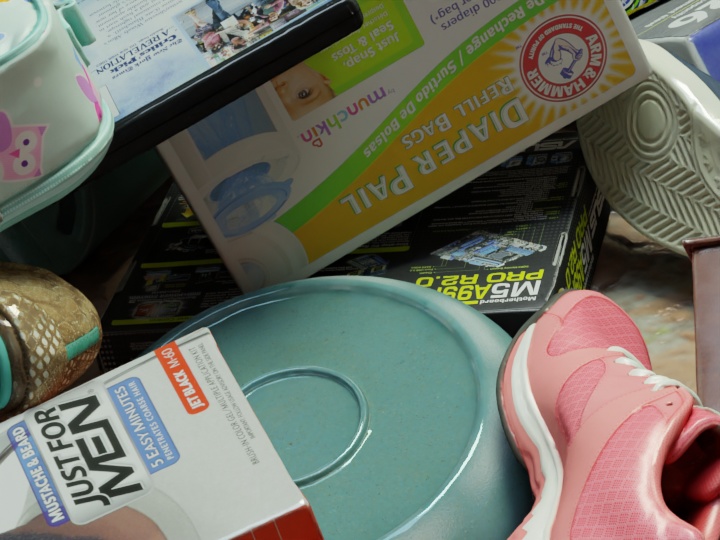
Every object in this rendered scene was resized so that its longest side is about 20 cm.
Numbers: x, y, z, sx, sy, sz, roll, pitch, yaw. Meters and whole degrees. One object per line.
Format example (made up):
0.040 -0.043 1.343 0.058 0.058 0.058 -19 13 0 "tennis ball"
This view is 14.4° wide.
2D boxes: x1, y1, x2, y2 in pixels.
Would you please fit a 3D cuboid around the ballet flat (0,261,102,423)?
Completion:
-0.176 0.019 1.114 0.199 0.071 0.065 15 24 39 "ballet flat"

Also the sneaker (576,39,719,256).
0.176 -0.037 1.207 0.084 0.075 0.200 -10 39 -39 "sneaker"

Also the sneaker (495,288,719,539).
0.102 0.068 1.020 0.087 0.074 0.201 -35 27 26 "sneaker"

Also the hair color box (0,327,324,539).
-0.118 0.112 1.014 0.199 0.064 0.111 -26 41 -7 "hair color box"

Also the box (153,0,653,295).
0.005 -0.094 1.201 0.199 0.113 0.101 -31 30 -1 "box"

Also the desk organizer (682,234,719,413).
0.226 0.024 1.063 0.199 0.072 0.077 -7 63 17 "desk organizer"

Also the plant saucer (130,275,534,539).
-0.025 0.067 1.097 0.199 0.028 0.201 -10 41 8 "plant saucer"

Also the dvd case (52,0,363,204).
-0.089 -0.112 1.172 0.142 0.018 0.200 -29 34 -1 "dvd case"

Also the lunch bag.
-0.185 -0.066 1.097 0.160 0.077 0.200 -28 34 -11 "lunch bag"

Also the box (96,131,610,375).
0.000 0.000 1.243 0.199 0.044 0.160 -4 30 15 "box"

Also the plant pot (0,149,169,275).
-0.143 -0.107 1.358 0.199 0.201 0.196 5 41 28 "plant pot"

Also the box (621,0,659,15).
0.082 -0.159 1.425 0.070 0.065 0.200 -26 14 -16 "box"

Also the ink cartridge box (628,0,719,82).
0.202 -0.129 1.354 0.197 0.047 0.200 -28 14 -29 "ink cartridge box"
